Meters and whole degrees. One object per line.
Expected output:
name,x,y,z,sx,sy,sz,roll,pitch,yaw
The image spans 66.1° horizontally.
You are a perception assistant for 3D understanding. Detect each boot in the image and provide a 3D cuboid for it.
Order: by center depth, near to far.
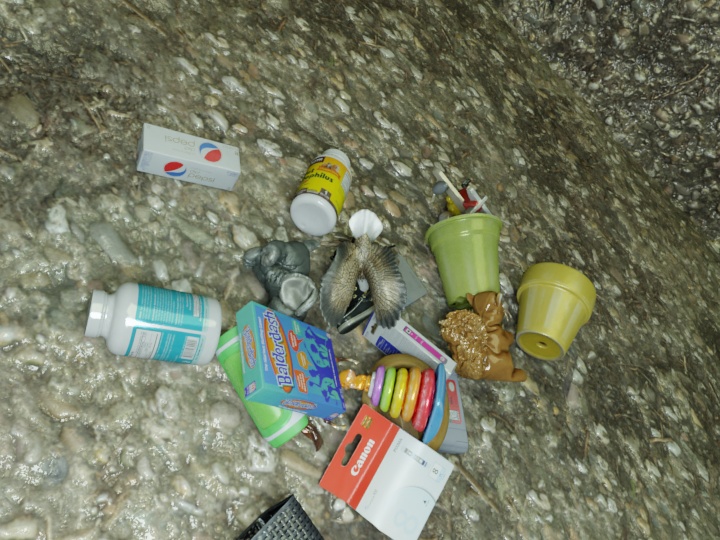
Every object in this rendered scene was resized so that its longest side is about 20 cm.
boot,-0.024,0.032,1.169,0.156,0.073,0.202,53,37,2

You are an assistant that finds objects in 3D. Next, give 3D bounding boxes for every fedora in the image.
fedora,0.078,0.268,1.069,0.193,0.082,0.208,7,70,-19

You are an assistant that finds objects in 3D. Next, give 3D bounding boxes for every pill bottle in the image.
pill bottle,-0.328,0.083,0.880,0.194,0.111,0.114,14,53,-29
pill bottle,-0.082,-0.183,1.248,0.107,0.109,0.204,31,46,-14

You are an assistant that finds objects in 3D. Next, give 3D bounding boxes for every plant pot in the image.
plant pot,0.265,-0.011,1.356,0.195,0.199,0.191,7,67,-32
plant pot,0.490,0.118,1.434,0.198,0.200,0.192,35,61,-11

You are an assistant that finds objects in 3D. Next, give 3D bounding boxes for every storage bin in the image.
storage bin,-0.152,0.425,0.762,0.095,0.135,0.198,51,45,7

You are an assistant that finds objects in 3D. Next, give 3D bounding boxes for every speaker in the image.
speaker,-0.168,0.191,0.936,0.088,0.088,0.204,-29,86,-45

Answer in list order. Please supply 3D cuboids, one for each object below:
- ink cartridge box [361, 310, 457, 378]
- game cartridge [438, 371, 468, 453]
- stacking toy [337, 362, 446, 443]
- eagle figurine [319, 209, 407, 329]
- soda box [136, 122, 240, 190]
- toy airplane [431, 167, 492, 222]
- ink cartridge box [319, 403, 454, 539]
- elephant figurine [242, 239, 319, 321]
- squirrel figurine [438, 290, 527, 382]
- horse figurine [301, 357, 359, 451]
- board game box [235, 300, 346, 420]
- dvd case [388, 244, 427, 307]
ink cartridge box,0.096,0.161,1.128,0.198,0.096,0.037,37,51,10
game cartridge,0.157,0.277,1.171,0.129,0.041,0.206,12,55,-26
stacking toy,0.052,0.213,0.986,0.193,0.119,0.111,13,35,3
eagle figurine,0.003,0.005,1.067,0.151,0.149,0.204,42,29,-33
soda box,-0.342,-0.225,1.112,0.194,0.064,0.070,9,55,-33
toy airplane,0.271,-0.163,1.482,0.203,0.140,0.198,59,12,31
ink cartridge box,0.048,0.359,0.969,0.198,0.047,0.163,36,79,-13
elephant figurine,-0.143,0.055,1.046,0.141,0.151,0.207,15,56,-71
squirrel figurine,0.265,0.139,1.212,0.196,0.139,0.195,9,83,-41
horse figurine,-0.077,0.218,1.018,0.129,0.050,0.205,22,55,-10
board game box,-0.114,0.154,0.921,0.198,0.044,0.156,29,37,-46
dvd case,0.081,0.012,1.255,0.145,0.017,0.199,56,23,7
